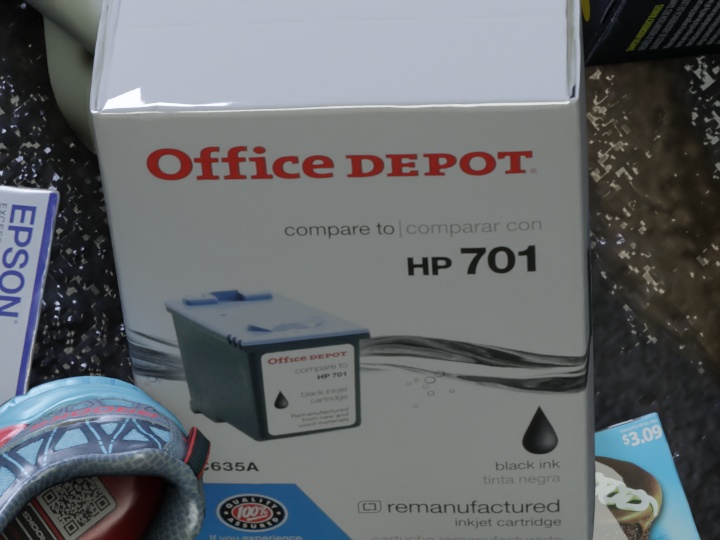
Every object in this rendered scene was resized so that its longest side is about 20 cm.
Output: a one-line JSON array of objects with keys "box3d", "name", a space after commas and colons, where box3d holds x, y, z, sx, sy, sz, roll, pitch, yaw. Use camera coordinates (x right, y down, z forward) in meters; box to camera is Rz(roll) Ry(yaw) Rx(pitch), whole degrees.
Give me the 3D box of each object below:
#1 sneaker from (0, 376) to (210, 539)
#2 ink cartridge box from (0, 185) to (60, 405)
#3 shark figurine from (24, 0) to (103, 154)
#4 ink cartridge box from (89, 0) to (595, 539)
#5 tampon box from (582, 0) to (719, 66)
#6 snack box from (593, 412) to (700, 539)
[{"box3d": [-0.125, 0.107, 0.799, 0.200, 0.096, 0.079, -45, 110, -12], "name": "sneaker"}, {"box3d": [-0.205, 0.061, 0.909, 0.200, 0.043, 0.197, 7, 77, 8], "name": "ink cartridge box"}, {"box3d": [-0.054, -0.075, 0.938, 0.089, 0.128, 0.215, -36, 86, -24], "name": "shark figurine"}, {"box3d": [0.000, 0.000, 0.873, 0.146, 0.200, 0.086, -1, 43, 5], "name": "ink cartridge box"}, {"box3d": [0.173, -0.167, 0.979, 0.200, 0.126, 0.150, -5, 79, -7], "name": "tampon box"}, {"box3d": [0.025, 0.133, 0.946, 0.200, 0.037, 0.116, -17, 81, -10], "name": "snack box"}]
